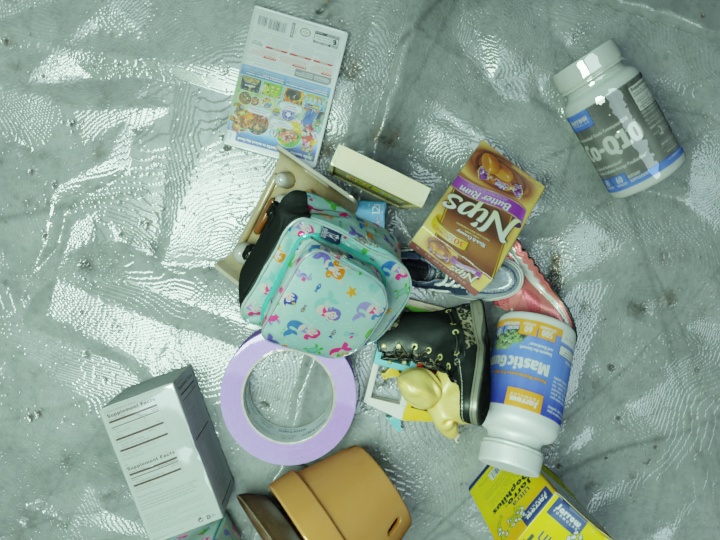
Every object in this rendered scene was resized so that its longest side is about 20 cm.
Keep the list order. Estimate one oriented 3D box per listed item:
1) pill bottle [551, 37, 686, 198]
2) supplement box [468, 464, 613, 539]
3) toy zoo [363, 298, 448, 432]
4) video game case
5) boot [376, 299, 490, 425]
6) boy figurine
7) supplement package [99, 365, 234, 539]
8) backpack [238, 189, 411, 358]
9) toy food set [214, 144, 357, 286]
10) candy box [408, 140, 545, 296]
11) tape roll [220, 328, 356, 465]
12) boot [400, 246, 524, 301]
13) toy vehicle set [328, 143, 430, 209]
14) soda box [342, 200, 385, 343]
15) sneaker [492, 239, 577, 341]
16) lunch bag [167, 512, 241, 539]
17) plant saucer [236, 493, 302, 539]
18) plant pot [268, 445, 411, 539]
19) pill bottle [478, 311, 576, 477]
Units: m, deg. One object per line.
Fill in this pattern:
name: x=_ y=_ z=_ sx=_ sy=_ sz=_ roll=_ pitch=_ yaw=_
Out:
pill bottle: x=0.364 y=-0.216 z=0.870 sx=0.113 sy=0.114 sz=0.202 roll=-33 pitch=95 yaw=0
supplement box: x=0.247 y=0.346 z=0.868 sx=0.108 sy=0.200 sz=0.110 roll=40 pitch=92 yaw=-5
toy zoo: x=0.082 y=0.149 z=0.933 sx=0.129 sy=0.020 sz=0.203 roll=13 pitch=94 yaw=-4
video game case: x=-0.110 y=-0.265 z=0.890 sx=0.141 sy=0.018 sz=0.203 roll=14 pitch=94 yaw=-5
boot: x=0.097 y=0.122 z=0.822 sx=0.151 sy=0.205 sz=0.074 roll=-4 pitch=128 yaw=14
boy figurine: x=0.143 y=0.191 z=0.898 sx=0.197 sy=0.064 sz=0.126 roll=11 pitch=95 yaw=-16
supplement package: x=-0.273 y=0.259 z=0.877 sx=0.108 sy=0.114 sz=0.203 roll=-19 pitch=94 yaw=-2
backpack: x=-0.035 y=0.016 z=0.767 sx=0.198 sy=0.151 sz=0.179 roll=19 pitch=119 yaw=-30
toy food set: x=-0.108 y=-0.052 z=0.852 sx=0.143 sy=0.060 sz=0.202 roll=34 pitch=105 yaw=15
candy box: x=0.165 y=-0.077 z=0.844 sx=0.116 sy=0.057 sz=0.201 roll=36 pitch=59 yaw=1
tape roll: x=-0.105 y=0.179 z=0.904 sx=0.196 sy=0.066 sz=0.204 roll=0 pitch=96 yaw=-3
boot: x=0.130 y=0.007 z=0.861 sx=0.197 sy=0.090 sz=0.074 roll=5 pitch=96 yaw=15
toy vehicle set: x=0.018 y=-0.121 z=0.817 sx=0.123 sy=0.200 sz=0.027 roll=25 pitch=94 yaw=-6
soda box: x=0.000 y=0.000 z=0.892 sx=0.063 sy=0.068 sz=0.204 roll=4 pitch=95 yaw=-1
sneaker: x=0.246 y=0.040 z=0.917 sx=0.086 sy=0.074 sz=0.201 roll=-36 pitch=89 yaw=11
lunch bag: x=-0.269 y=0.447 z=0.870 sx=0.198 sy=0.160 sz=0.078 roll=-32 pitch=95 yaw=-1
plant saucer: x=-0.107 y=0.394 z=0.868 sx=0.036 sy=0.200 sz=0.202 roll=-33 pitch=96 yaw=-24
plant pot: x=-0.021 y=0.349 z=0.869 sx=0.139 sy=0.200 sz=0.202 roll=-33 pitch=96 yaw=-20
pill bottle: x=0.223 y=0.169 z=0.832 sx=0.110 sy=0.112 sz=0.203 roll=20 pitch=70 yaw=-4
